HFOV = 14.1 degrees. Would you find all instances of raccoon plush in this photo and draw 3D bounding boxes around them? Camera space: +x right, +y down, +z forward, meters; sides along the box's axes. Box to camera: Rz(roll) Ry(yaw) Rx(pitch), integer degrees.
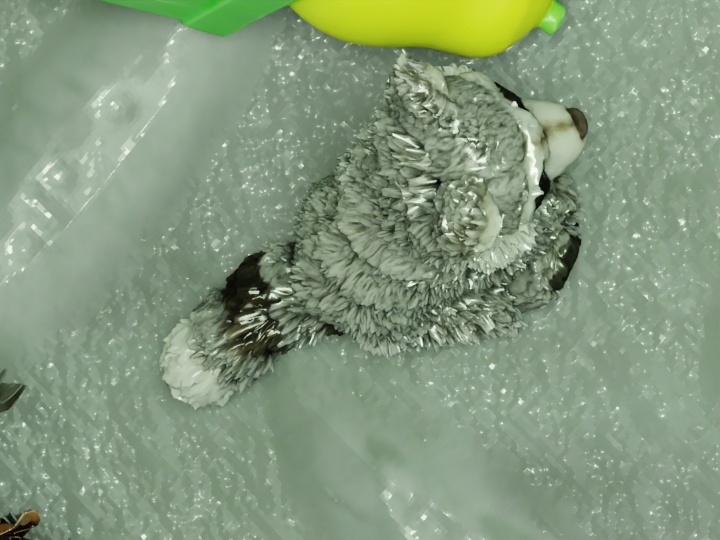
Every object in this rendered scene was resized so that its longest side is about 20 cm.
[{"bbox_3d":[0.000,0.000,1.051,0.200,0.134,0.097,-43,77,12],"label":"raccoon plush"}]

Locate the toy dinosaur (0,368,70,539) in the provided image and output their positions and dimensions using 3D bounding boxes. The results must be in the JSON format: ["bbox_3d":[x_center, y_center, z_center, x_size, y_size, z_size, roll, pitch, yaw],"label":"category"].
[{"bbox_3d":[-0.170,0.113,1.093,0.102,0.200,0.136,-20,61,39],"label":"toy dinosaur"}]

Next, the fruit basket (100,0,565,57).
[{"bbox_3d":[-0.019,-0.153,1.056,0.215,0.216,0.156,-5,87,18],"label":"fruit basket"}]
